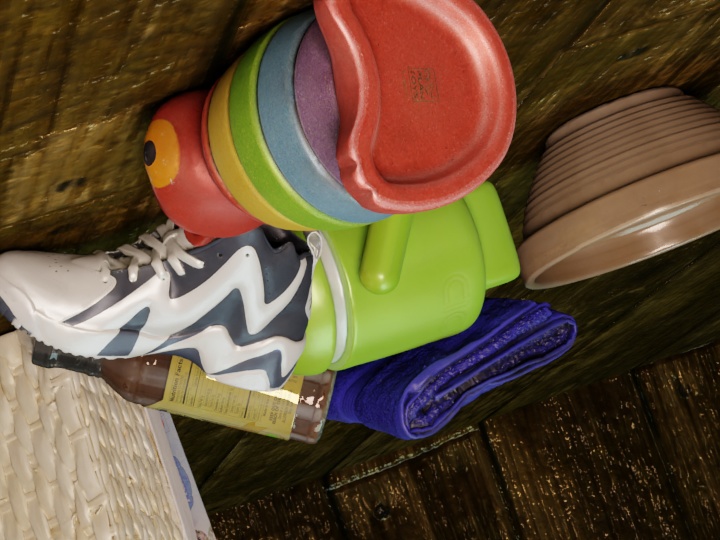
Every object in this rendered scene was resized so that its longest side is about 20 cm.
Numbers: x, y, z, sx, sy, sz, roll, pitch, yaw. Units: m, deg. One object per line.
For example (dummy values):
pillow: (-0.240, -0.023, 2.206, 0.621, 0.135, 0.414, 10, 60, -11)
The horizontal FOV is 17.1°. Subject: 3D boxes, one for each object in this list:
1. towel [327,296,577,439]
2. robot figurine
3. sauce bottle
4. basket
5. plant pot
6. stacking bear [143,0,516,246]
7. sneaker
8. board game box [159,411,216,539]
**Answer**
towel: (0.039, 0.055, 1.640, 0.147, 0.050, 0.200, -29, -165, -23)
robot figurine: (0.000, 0.000, 1.546, 0.199, 0.116, 0.175, -16, 178, -22)
sauce bottle: (-0.117, 0.064, 1.593, 0.199, 0.065, 0.065, 14, 168, 0)
basket: (-0.214, 0.141, 1.666, 0.135, 0.201, 0.123, -23, 164, 16)
plant pot: (0.191, -0.066, 1.651, 0.200, 0.093, 0.201, -19, 171, -3)
stacking bear: (-0.031, -0.067, 1.162, 0.113, 0.122, 0.200, -2, 170, -42)
sneaker: (-0.112, -0.012, 1.406, 0.199, 0.130, 0.080, 17, -158, -15)
board game box: (-0.208, 0.171, 1.818, 0.199, 0.201, 0.041, -28, 170, 40)
